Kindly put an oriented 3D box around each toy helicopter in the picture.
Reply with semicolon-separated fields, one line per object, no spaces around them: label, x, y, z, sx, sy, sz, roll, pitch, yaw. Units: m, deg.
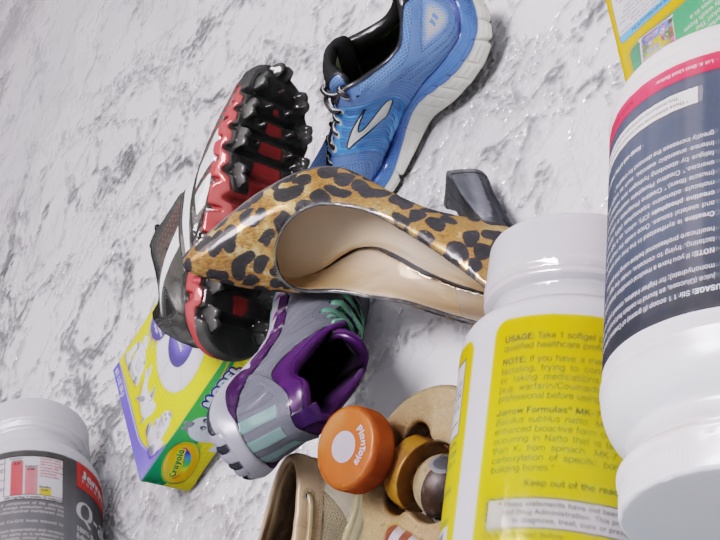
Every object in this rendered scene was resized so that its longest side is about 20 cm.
toy helicopter;0.048;0.158;0.808;0.132;0.079;0.202;-17;64;40

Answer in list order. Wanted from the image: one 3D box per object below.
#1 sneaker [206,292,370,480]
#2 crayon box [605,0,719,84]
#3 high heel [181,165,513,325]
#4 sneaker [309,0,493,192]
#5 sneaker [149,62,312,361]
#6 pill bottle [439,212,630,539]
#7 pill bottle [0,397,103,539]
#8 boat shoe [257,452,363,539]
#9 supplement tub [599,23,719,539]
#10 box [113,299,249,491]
sneaker;-0.015;0.046;0.940;0.087;0.075;0.200;-26;23;35
crayon box;0.192;-0.150;0.815;0.126;0.051;0.201;-40;37;35
high heel;0.000;0.000;0.889;0.143;0.198;0.072;-110;10;-56
sneaker;0.001;-0.114;1.044;0.201;0.089;0.079;-55;30;26
sneaker;-0.091;-0.040;1.021;0.097;0.071;0.202;-3;71;48
pill bottle;0.098;0.082;0.725;0.114;0.114;0.202;-24;48;47
pill bottle;-0.252;0.201;1.174;0.116;0.115;0.201;-45;35;28
boat shoe;-0.054;0.207;0.913;0.071;0.064;0.201;-2;66;56
supplement tub;0.170;0.011;0.640;0.140;0.140;0.201;-27;46;45
box;-0.104;0.046;1.103;0.200;0.048;0.118;-53;38;25
